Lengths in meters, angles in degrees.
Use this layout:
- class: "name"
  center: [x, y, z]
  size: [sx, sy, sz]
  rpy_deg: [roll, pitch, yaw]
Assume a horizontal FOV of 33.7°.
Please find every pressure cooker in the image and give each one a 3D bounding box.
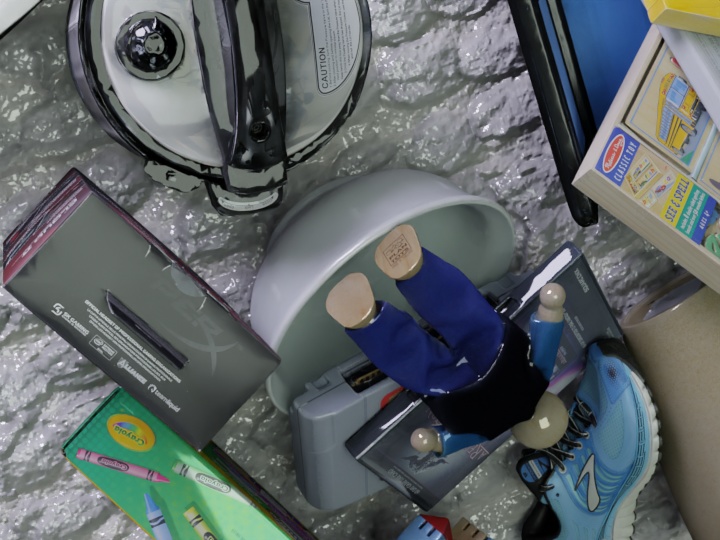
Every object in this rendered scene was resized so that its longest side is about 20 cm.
- class: "pressure cooker"
  center: [-0.087, -0.137, 0.718]
  size: [0.176, 0.200, 0.179]
  rpy_deg: [39, 86, -18]

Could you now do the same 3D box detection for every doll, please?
- class: "doll"
  center: [0.072, 0.054, 0.739]
  size: [0.136, 0.048, 0.200]
  rpy_deg: [-45, 125, 3]

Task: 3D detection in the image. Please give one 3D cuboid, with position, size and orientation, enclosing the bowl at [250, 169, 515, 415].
- class: "bowl"
  center: [0.000, 0.000, 0.803]
  size: [0.201, 0.090, 0.201]
  rpy_deg: [-28, 150, -18]

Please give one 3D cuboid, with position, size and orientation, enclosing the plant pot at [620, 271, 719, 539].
- class: "plant pot"
  center: [0.290, 0.099, 0.894]
  size: [0.187, 0.187, 0.200]
  rpy_deg: [-34, 93, -9]

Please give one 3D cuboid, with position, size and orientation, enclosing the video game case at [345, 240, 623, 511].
- class: "video game case"
  center: [0.093, 0.080, 0.832]
  size: [0.200, 0.019, 0.143]
  rpy_deg: [-43, 146, -1]

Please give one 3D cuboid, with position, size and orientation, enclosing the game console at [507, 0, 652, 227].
- class: "game console"
  center: [0.182, -0.156, 0.844]
  size: [0.116, 0.176, 0.200]
  rpy_deg: [-16, 104, 15]

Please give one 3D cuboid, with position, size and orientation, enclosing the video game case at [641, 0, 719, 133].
- class: "video game case"
  center: [0.301, -0.160, 0.854]
  size: [0.182, 0.022, 0.200]
  rpy_deg: [-20, 76, -30]

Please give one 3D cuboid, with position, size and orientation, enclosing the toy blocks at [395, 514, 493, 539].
- class: "toy blocks"
  center: [0.061, 0.244, 0.860]
  size: [0.137, 0.100, 0.200]
  rpy_deg: [-46, 139, -11]

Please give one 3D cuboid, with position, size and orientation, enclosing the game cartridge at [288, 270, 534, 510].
- class: "game cartridge"
  center: [0.043, 0.089, 0.838]
  size: [0.200, 0.041, 0.133]
  rpy_deg: [-27, 147, -21]

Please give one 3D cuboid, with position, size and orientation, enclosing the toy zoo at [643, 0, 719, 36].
- class: "toy zoo"
  center: [0.241, -0.238, 0.835]
  size: [0.131, 0.020, 0.200]
  rpy_deg: [-5, 70, -23]

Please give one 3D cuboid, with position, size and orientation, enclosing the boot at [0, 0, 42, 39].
- class: "boot"
  center: [-0.272, -0.194, 0.724]
  size: [0.200, 0.072, 0.144]
  rpy_deg: [-41, 106, -3]

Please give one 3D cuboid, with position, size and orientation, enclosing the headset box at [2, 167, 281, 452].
- class: "headset box"
  center: [-0.139, 0.018, 0.727]
  size: [0.149, 0.200, 0.075]
  rpy_deg: [44, 85, -19]

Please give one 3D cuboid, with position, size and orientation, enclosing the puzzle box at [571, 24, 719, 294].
- class: "puzzle box"
  center: [0.238, -0.095, 0.825]
  size: [0.133, 0.025, 0.200]
  rpy_deg: [35, 59, -6]

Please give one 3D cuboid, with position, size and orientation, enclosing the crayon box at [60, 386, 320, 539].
- class: "crayon box"
  center: [-0.093, 0.160, 0.776]
  size: [0.200, 0.119, 0.058]
  rpy_deg: [42, 85, 2]

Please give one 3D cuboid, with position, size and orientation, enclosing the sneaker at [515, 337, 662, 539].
- class: "sneaker"
  center: [0.164, 0.143, 0.885]
  size: [0.090, 0.078, 0.200]
  rpy_deg: [0, 117, -9]
